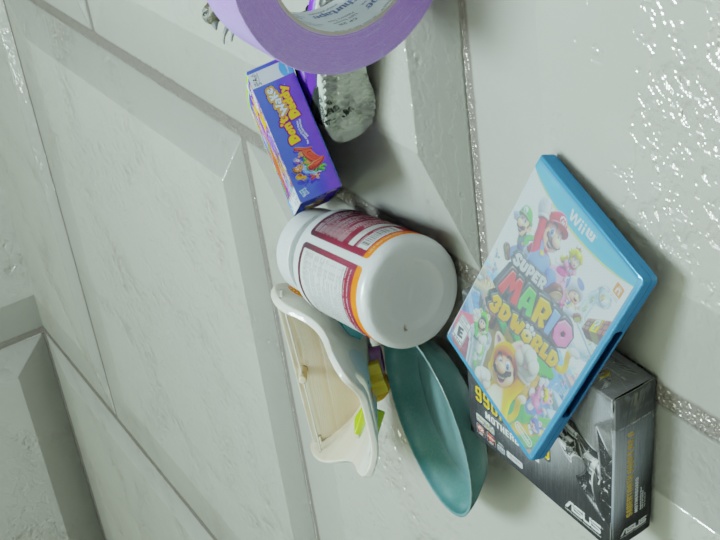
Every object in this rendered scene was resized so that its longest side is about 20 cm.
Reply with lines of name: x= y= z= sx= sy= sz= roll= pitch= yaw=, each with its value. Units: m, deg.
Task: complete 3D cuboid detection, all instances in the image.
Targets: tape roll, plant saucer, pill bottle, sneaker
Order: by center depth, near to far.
tape roll: x=-0.027 y=-0.257 z=0.972 sx=0.066 sy=0.199 sz=0.202 roll=36 pitch=142 yaw=48
sneaker: x=-0.035 y=-0.223 z=1.179 sx=0.100 sy=0.069 sz=0.201 roll=51 pitch=151 yaw=36
pill bottle: x=0.000 y=0.000 z=1.251 sx=0.199 sy=0.109 sz=0.111 roll=24 pitch=132 yaw=57
plant saucer: x=0.080 y=0.147 z=1.273 sx=0.200 sy=0.036 sz=0.202 roll=161 pitch=90 yaw=-75

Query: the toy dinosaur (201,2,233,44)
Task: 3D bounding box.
toy dinosaur: x=-0.116 y=-0.327 z=1.278 sx=0.103 sy=0.077 sz=0.200 roll=53 pitch=150 yaw=2

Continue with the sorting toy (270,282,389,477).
sorting toy: x=-0.015 y=0.124 z=1.327 sx=0.180 sy=0.106 sz=0.202 roll=-114 pitch=10 yaw=-68

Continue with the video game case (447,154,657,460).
video game case: x=0.144 y=0.031 z=1.002 sx=0.144 sy=0.018 sz=0.201 roll=57 pitch=137 yaw=36

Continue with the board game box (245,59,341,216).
board game box: x=-0.071 y=-0.131 z=1.287 sx=0.200 sy=0.044 sz=0.136 roll=164 pitch=83 yaw=-85

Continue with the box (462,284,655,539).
box: x=0.166 y=0.116 z=1.080 sx=0.200 sy=0.048 sz=0.160 roll=38 pitch=144 yaw=47
